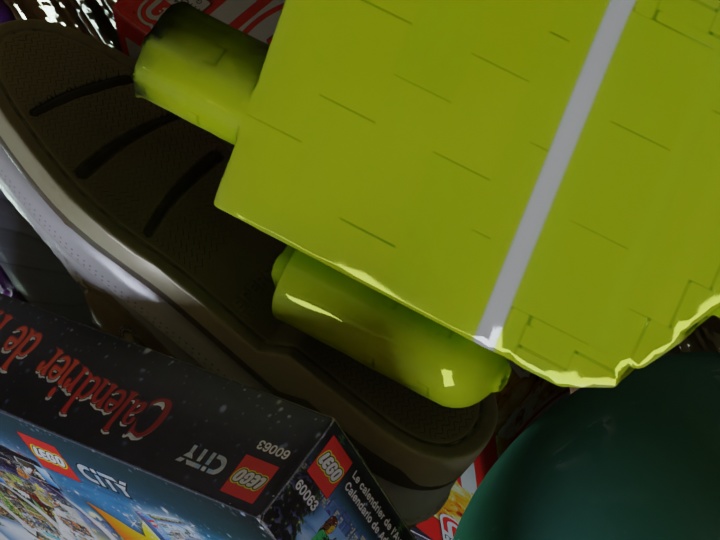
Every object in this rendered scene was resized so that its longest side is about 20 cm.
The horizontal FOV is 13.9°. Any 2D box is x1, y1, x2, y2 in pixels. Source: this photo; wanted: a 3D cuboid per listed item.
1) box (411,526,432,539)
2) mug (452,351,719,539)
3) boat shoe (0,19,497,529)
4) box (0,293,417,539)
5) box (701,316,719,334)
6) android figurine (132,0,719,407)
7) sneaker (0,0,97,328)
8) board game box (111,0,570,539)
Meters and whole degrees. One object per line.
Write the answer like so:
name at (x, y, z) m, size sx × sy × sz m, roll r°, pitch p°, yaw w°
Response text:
box at (0.007, 0.105, 1.183) m, size 0.200 × 0.035 × 0.110 m, roll 26°, pitch 151°, yaw 12°
mug at (0.111, 0.108, 0.952) m, size 0.185 × 0.152 × 0.114 m, roll 36°, pitch -170°, yaw -47°
boat shoe at (-0.053, 0.008, 0.903) m, size 0.200 × 0.075 × 0.068 m, roll 43°, pitch 132°, yaw 11°
box at (-0.061, 0.072, 0.902) m, size 0.200 × 0.038 × 0.137 m, roll 18°, pitch 151°, yaw 40°
box at (0.111, -0.030, 0.881) m, size 0.200 × 0.021 × 0.164 m, roll 26°, pitch 152°, yaw 9°
android figurine at (0.038, -0.047, 0.813) m, size 0.200 × 0.041 × 0.182 m, roll 25°, pitch 113°, yaw 14°
sneaker at (-0.086, -0.009, 0.964) m, size 0.200 × 0.074 × 0.088 m, roll 45°, pitch 155°, yaw 17°
board game box at (0.000, 0.000, 0.974) m, size 0.151 × 0.046 × 0.200 m, roll 36°, pitch 156°, yaw 28°
